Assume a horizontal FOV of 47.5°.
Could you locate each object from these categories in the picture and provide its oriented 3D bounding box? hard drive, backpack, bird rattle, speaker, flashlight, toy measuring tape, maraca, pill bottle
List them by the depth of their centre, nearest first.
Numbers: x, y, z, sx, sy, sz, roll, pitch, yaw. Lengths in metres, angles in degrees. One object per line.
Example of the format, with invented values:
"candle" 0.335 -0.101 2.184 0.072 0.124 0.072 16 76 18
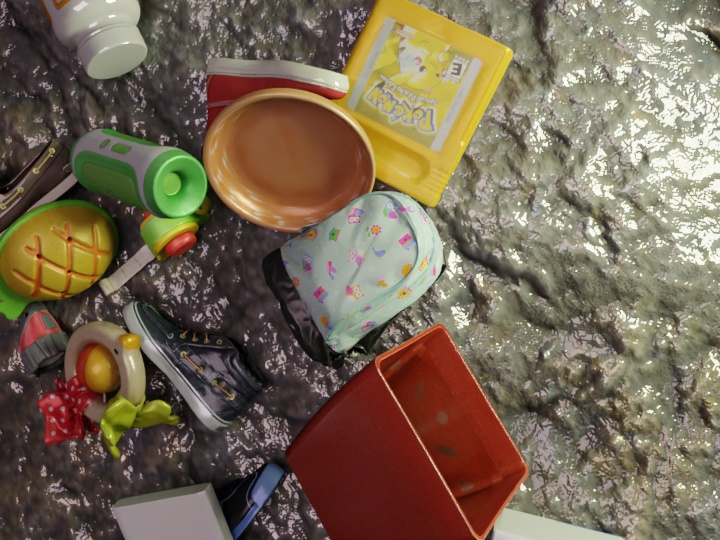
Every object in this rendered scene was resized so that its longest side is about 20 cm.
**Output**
"backpack" 0.000 0.000 0.934 0.199 0.127 0.167 -32 79 11
"speaker" -0.273 -0.120 0.993 0.199 0.088 0.089 20 97 42
"hard drive" -0.207 0.360 0.994 0.131 0.027 0.201 -14 103 18
"bird rattle" -0.320 0.143 1.027 0.199 0.112 0.164 9 101 40
"pill bottle" -0.347 -0.350 1.031 0.111 0.111 0.201 -28 84 14
"maraca" -0.402 -0.013 1.033 0.199 0.138 0.107 -32 43 -14
"toy measuring tape" -0.270 -0.032 1.038 0.200 0.074 0.074 -36 82 13
"flashlight" -0.461 0.046 1.099 0.068 0.068 0.200 -32 76 -26

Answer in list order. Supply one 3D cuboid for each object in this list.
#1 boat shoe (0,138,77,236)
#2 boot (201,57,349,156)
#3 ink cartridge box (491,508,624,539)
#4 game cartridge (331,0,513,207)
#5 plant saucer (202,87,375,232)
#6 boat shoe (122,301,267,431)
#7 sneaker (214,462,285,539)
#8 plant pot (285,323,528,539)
"boat shoe" -0.453 -0.090 1.060 0.200 0.072 0.060 -40 117 -6
"boot" -0.106 -0.176 0.982 0.199 0.072 0.145 9 94 30
"ink cartridge box" 0.204 0.388 0.907 0.144 0.085 0.201 10 95 15
"game cartridge" 0.056 -0.202 0.963 0.176 0.032 0.201 29 98 13
"plant saucer" -0.081 -0.128 0.949 0.199 0.038 0.201 3 135 3
"boat shoe" -0.206 0.098 1.029 0.091 0.071 0.200 -42 83 4
"sneaker" -0.178 0.301 1.019 0.078 0.070 0.200 41 102 4
"plant pot" 0.039 0.202 0.902 0.176 0.200 0.201 -33 83 25
